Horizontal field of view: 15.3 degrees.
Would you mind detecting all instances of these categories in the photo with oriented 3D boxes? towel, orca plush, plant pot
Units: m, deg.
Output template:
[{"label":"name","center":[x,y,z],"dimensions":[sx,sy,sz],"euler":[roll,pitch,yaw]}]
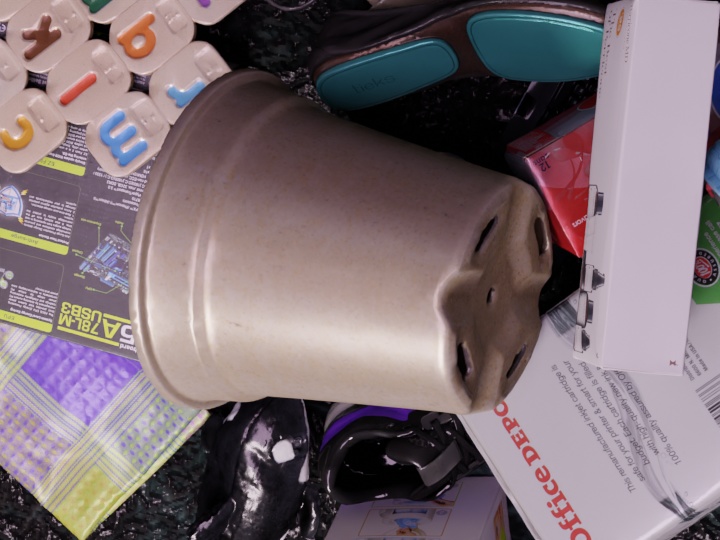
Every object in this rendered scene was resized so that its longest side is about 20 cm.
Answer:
[{"label":"towel","center":[-0.212,0.070,1.746],"dimensions":[0.200,0.023,0.144],"euler":[43,113,-5]},{"label":"orca plush","center":[-0.095,0.154,1.708],"dimensions":[0.105,0.071,0.200],"euler":[54,136,15]},{"label":"plant pot","center":[0.000,0.000,1.507],"dimensions":[0.183,0.200,0.200],"euler":[13,114,27]}]

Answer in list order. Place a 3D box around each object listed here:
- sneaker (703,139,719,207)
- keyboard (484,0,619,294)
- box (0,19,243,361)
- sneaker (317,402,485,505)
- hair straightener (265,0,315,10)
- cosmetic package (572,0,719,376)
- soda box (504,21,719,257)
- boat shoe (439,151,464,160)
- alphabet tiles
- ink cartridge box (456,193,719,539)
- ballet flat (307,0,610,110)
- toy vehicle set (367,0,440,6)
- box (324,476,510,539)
[{"label":"sneaker","center":[0.276,-0.064,1.485],"dimensions":[0.079,0.200,0.096],"euler":[51,121,26]},{"label":"keyboard","center":[0.141,-0.075,1.577],"dimensions":[0.104,0.040,0.200],"euler":[21,107,-23]},{"label":"box","center":[-0.188,-0.057,1.666],"dimensions":[0.200,0.048,0.193],"euler":[15,106,7]},{"label":"sneaker","center":[0.062,0.101,1.651],"dimensions":[0.200,0.100,0.070],"euler":[-22,106,20]},{"label":"hair straightener","center":[0.007,-0.195,1.539],"dimensions":[0.200,0.041,0.077],"euler":[-13,73,18]},{"label":"cosmetic package","center":[0.153,-0.046,1.453],"dimensions":[0.051,0.083,0.200],"euler":[5,91,-8]},{"label":"soda box","center":[0.185,-0.088,1.531],"dimensions":[0.200,0.063,0.070],"euler":[-30,102,-4]},{"label":"boat shoe","center":[-0.001,0.011,1.649],"dimensions":[0.200,0.069,0.072],"euler":[-39,98,23]},{"label":"alphabet tiles","center":[-0.168,-0.160,1.617],"dimensions":[0.196,0.015,0.200],"euler":[-38,85,5]},{"label":"ink cartridge box","center":[0.172,0.070,1.540],"dimensions":[0.200,0.083,0.147],"euler":[-36,77,19]},{"label":"ballet flat","center":[0.063,-0.143,1.544],"dimensions":[0.200,0.068,0.068],"euler":[-6,143,18]},{"label":"toy vehicle set","center":[0.080,-0.220,1.566],"dimensions":[0.200,0.027,0.124],"euler":[-39,98,23]},{"label":"box","center":[0.029,0.219,1.650],"dimensions":[0.101,0.200,0.113],"euler":[-2,110,14]}]
